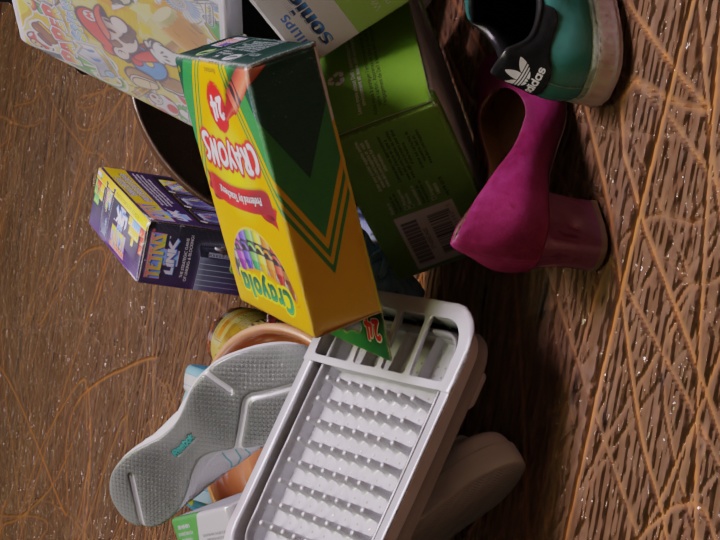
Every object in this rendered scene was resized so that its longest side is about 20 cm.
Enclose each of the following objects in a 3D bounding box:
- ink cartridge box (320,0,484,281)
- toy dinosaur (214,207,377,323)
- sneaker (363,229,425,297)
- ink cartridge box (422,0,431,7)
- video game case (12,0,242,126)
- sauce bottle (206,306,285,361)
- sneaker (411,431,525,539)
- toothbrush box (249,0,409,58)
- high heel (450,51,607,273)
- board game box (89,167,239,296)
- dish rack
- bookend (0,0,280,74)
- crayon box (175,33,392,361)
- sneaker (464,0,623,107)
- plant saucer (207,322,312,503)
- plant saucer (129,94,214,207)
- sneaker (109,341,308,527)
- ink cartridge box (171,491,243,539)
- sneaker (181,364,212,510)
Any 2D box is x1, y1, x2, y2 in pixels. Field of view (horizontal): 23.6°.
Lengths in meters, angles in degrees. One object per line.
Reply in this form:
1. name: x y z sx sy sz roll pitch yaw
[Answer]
1. ink cartridge box: 0.021 -0.119 1.142 0.148 0.075 0.201 61 -167 -48
2. toy dinosaur: -0.013 -0.032 1.293 0.181 0.200 0.105 15 57 33
3. sneaker: 0.000 0.000 1.179 0.074 0.081 0.201 -103 2 -70
4. ink cartridge box: -0.046 -0.239 1.311 0.088 0.145 0.200 -51 23 -10
5. video game case: -0.161 -0.178 1.156 0.023 0.181 0.200 -59 -11 -24
6. sauce bottle: -0.059 0.078 1.393 0.200 0.066 0.066 20 102 58
7. sneaker: 0.032 0.118 1.118 0.200 0.073 0.116 -50 56 55
8. toothbrush box: 0.018 -0.239 1.061 0.199 0.086 0.146 -32 34 17
9. high heel: 0.080 -0.076 1.050 0.200 0.096 0.068 -111 35 -48
10. board game box: -0.130 -0.030 1.465 0.200 0.164 0.057 -141 60 -65
11. dish rack: 0.001 0.113 1.067 0.171 0.043 0.201 8 69 57
12. bookend: -0.142 -0.182 1.279 0.198 0.200 0.092 3 54 52
13. crayon box: -0.048 -0.040 1.058 0.127 0.051 0.201 20 128 63
14. sneaker: 0.101 -0.189 1.047 0.071 0.079 0.201 122 148 -46
15. plant saucer: -0.046 0.137 1.293 0.200 0.037 0.201 10 104 44
16. plant saucer: -0.112 -0.128 1.400 0.037 0.200 0.201 -30 55 43
17. sneaker: -0.101 0.109 1.263 0.200 0.080 0.071 -38 87 26
18. ink cartridge box: -0.049 0.252 1.207 0.146 0.084 0.201 -26 82 66
19. sneaker: -0.117 0.157 1.500 0.200 0.079 0.131 -164 83 -77
